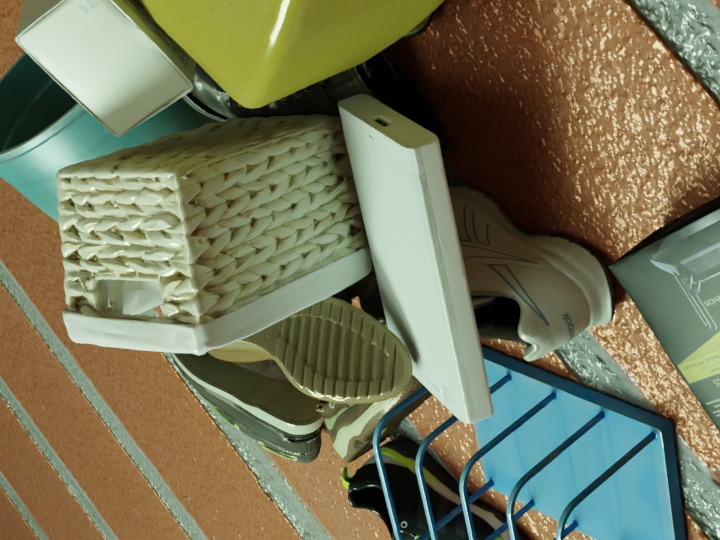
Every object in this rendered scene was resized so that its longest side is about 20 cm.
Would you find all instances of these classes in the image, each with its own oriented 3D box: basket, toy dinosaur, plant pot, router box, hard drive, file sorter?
[{"bbox_3d":[-0.101,-0.032,1.017,0.135,0.200,0.124,2,106,36],"label":"basket"},{"bbox_3d":[0.000,0.000,1.179,0.103,0.076,0.200,71,159,6],"label":"toy dinosaur"},{"bbox_3d":[-0.043,-0.217,0.880,0.194,0.195,0.201,45,139,20],"label":"plant pot"},{"bbox_3d":[0.255,0.022,0.835,0.158,0.052,0.200,57,149,0],"label":"router box"},{"bbox_3d":[-0.190,-0.103,1.219,0.199,0.201,0.188,8,145,52],"label":"plant pot"},{"bbox_3d":[0.037,-0.010,0.995,0.132,0.026,0.201,-138,32,-61],"label":"hard drive"},{"bbox_3d":[0.124,0.168,1.086,0.199,0.122,0.140,20,134,45],"label":"file sorter"}]

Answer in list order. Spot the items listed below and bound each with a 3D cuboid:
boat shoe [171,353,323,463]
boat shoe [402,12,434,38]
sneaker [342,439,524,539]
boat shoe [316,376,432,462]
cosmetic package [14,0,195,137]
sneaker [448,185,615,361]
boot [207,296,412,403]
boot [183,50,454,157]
[{"bbox_3d":[-0.116,0.122,1.432,0.201,0.072,0.061,31,136,33],"label":"boat shoe"},{"bbox_3d":[-0.029,-0.209,1.026,0.200,0.072,0.066,23,175,23],"label":"boat shoe"},{"bbox_3d":[0.063,0.231,1.265,0.200,0.083,0.072,36,144,31],"label":"sneaker"},{"bbox_3d":[0.005,0.102,1.244,0.075,0.074,0.202,56,150,11],"label":"boat shoe"},{"bbox_3d":[-0.166,-0.199,1.007,0.073,0.201,0.104,-29,126,23],"label":"cosmetic package"},{"bbox_3d":[0.082,0.000,1.029,0.199,0.087,0.075,25,138,44],"label":"sneaker"},{"bbox_3d":[-0.025,0.059,1.117,0.199,0.166,0.073,14,87,26],"label":"boot"},{"bbox_3d":[-0.040,-0.141,1.077,0.200,0.069,0.174,39,154,-19],"label":"boot"}]
